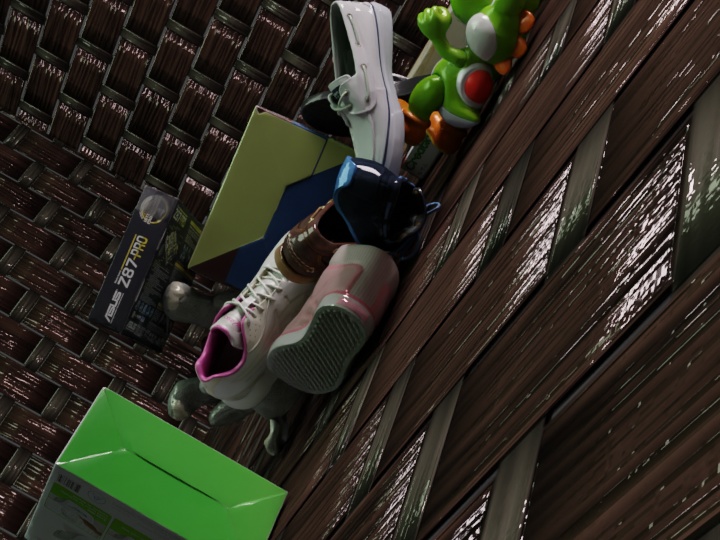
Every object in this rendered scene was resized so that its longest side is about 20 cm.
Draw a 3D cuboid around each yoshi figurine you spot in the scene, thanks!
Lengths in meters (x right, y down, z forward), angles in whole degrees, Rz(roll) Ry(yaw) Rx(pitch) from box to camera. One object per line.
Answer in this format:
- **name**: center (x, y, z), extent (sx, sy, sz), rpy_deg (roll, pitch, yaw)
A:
- **yoshi figurine**: center (0.104, -0.224, 1.165), extent (0.201, 0.112, 0.113), rpy_deg (-54, 1, 32)

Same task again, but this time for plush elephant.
- **plush elephant**: center (-0.126, 0.114, 1.284), extent (0.155, 0.198, 0.167), rpy_deg (-126, 42, -72)

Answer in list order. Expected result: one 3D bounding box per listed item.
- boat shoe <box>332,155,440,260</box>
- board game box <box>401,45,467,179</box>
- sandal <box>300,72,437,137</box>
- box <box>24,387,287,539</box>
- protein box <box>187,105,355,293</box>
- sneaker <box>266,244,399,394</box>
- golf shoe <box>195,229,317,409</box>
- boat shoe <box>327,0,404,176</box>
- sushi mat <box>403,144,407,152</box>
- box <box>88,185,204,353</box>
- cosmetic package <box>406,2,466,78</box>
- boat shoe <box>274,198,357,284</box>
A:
- **boat shoe**: center (0.029, -0.048, 1.082), extent (0.200, 0.068, 0.085), rpy_deg (19, -93, -73)
- **board game box**: center (0.118, -0.216, 1.353), extent (0.201, 0.034, 0.127), rpy_deg (-57, 6, 41)
- **sandal**: center (0.033, -0.192, 1.271), extent (0.076, 0.198, 0.048), rpy_deg (75, -171, -57)
- **box**: center (-0.196, 0.233, 1.078), extent (0.177, 0.199, 0.097), rpy_deg (-56, 6, 49)
- **protein box**: center (-0.094, -0.074, 1.361), extent (0.200, 0.134, 0.200), rpy_deg (-98, 32, -85)
- **sneaker**: center (-0.021, 0.044, 1.104), extent (0.105, 0.075, 0.200), rpy_deg (-61, 7, -33)
- **golf shoe**: center (-0.100, 0.044, 1.165), extent (0.091, 0.075, 0.202), rpy_deg (32, -98, -59)
- **boat shoe**: center (-0.004, -0.179, 1.168), extent (0.073, 0.066, 0.202), rpy_deg (-34, 57, 56)
- **sushi mat**: center (0.056, -0.160, 1.409), extent (0.202, 0.012, 0.096), rpy_deg (-63, 4, -5)
- **box**: center (-0.239, 0.005, 1.330), extent (0.200, 0.049, 0.163), rpy_deg (70, -137, -80)
- **cosmetic package**: center (0.124, -0.289, 1.500), extent (0.201, 0.071, 0.106), rpy_deg (-57, 7, 40)
- **boat shoe**: center (-0.006, -0.044, 1.169), extent (0.070, 0.070, 0.200), rpy_deg (-46, -6, 36)
